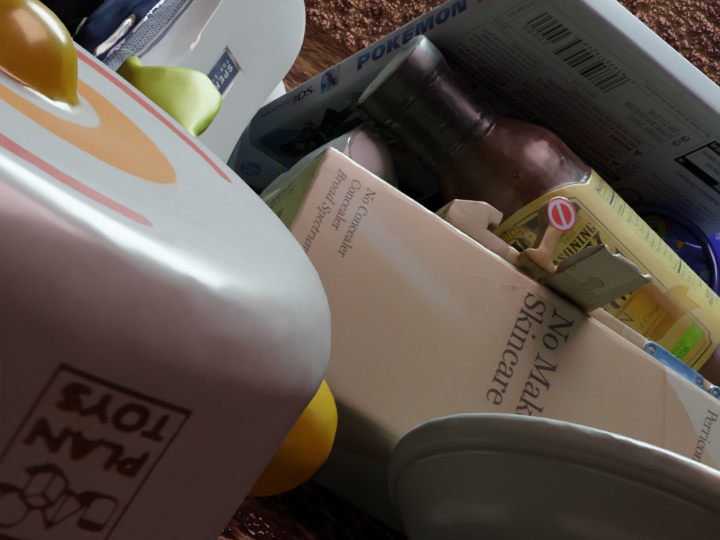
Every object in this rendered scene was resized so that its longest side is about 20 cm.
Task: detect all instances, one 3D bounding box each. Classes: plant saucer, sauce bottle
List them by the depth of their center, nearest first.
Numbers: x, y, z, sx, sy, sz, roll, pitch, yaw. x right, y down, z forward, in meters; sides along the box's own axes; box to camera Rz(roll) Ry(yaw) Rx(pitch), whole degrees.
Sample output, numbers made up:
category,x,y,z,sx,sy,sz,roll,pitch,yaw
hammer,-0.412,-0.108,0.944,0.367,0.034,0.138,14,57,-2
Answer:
category,x,y,z,sx,sy,sz,roll,pitch,yaw
plant saucer,0.092,0.121,0.652,0.198,0.051,0.201,22,-25,11
sauce bottle,0.081,-0.015,0.814,0.200,0.065,0.065,43,8,-7

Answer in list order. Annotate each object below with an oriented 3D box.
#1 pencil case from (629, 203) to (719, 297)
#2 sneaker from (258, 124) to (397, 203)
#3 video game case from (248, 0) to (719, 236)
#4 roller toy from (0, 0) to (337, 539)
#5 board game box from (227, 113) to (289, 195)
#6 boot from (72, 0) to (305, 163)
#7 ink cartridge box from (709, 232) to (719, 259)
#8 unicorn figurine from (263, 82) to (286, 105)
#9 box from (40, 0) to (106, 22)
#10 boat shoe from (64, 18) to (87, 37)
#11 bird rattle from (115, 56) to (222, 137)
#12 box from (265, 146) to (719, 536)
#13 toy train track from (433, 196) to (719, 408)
category,x,y,z,sx,sy,sz,roll,pitch,yaw
pencil case,0.133,0.055,0.946,0.201,0.077,0.088,85,4,-56
sneaker,0.000,0.000,0.857,0.081,0.070,0.201,54,-10,18
video game case,0.080,-0.055,0.888,0.199,0.181,0.022,31,49,-36
roller toy,-0.102,0.005,0.395,0.199,0.140,0.182,36,10,0
board game box,-0.025,-0.039,1.001,0.199,0.035,0.134,20,-7,-39
boot,-0.105,-0.064,0.833,0.090,0.200,0.073,-3,-55,37
ink cartridge box,0.210,0.075,0.973,0.043,0.202,0.198,-6,13,-18
unicorn figurine,-0.077,-0.113,1.088,0.200,0.074,0.137,51,-7,-20
box,-0.230,-0.167,0.900,0.142,0.036,0.200,-19,45,-34
boat shoe,-0.159,-0.115,1.003,0.072,0.071,0.199,41,11,34
bird rattle,-0.149,-0.029,0.654,0.162,0.114,0.199,28,17,30
box,0.038,0.051,0.739,0.199,0.096,0.078,31,-28,-13
toy train track,0.114,0.025,0.766,0.199,0.033,0.115,34,-28,-14
